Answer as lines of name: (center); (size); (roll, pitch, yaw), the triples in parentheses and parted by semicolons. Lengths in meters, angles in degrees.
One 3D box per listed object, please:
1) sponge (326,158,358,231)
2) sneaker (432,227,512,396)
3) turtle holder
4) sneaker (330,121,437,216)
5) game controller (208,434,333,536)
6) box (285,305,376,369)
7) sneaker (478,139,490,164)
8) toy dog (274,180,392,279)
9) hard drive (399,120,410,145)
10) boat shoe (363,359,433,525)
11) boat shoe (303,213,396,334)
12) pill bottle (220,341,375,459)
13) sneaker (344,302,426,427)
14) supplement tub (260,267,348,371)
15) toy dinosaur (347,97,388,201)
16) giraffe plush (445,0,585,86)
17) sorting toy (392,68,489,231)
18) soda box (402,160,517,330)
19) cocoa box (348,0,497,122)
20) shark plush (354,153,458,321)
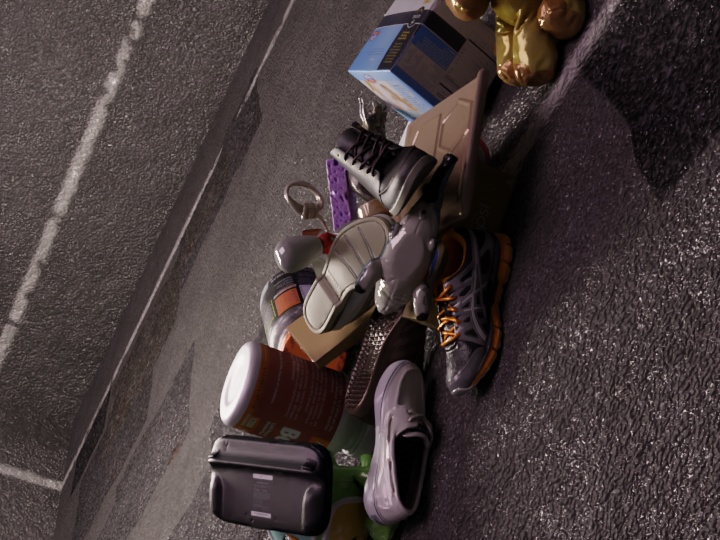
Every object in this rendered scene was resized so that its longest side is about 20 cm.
sponge: (-0.018, -0.056, 1.797); (0.112, 0.029, 0.203); (21, -118, -84)
sneaker: (0.115, 0.043, 1.412); (0.078, 0.076, 0.203); (-35, 40, 57)
turtle holder: (-0.033, 0.288, 1.526); (0.141, 0.182, 0.134); (45, -134, -73)
sneaker: (0.019, -0.121, 1.423); (0.075, 0.106, 0.200); (-52, 4, -6)
game controller: (-0.109, 0.252, 1.480); (0.198, 0.042, 0.106); (-1, 92, 43)
box: (0.003, 0.045, 1.656); (0.199, 0.021, 0.163); (-36, 18, -6)
sneaker: (0.083, -0.099, 1.613); (0.087, 0.074, 0.200); (-46, -3, -45)
toy dog: (-0.026, -0.028, 1.618); (0.096, 0.197, 0.134); (131, 142, -53)
hard drive: (0.091, -0.162, 1.785); (0.133, 0.026, 0.200); (-67, 17, 9)
boat shoe: (0.052, 0.193, 1.451); (0.065, 0.072, 0.202); (-25, 41, 45)
boat shoe: (0.000, 0.000, 1.530); (0.200, 0.068, 0.075); (-51, 59, 42)
pill bottle: (-0.072, 0.174, 1.618); (0.113, 0.198, 0.113); (-56, 22, 36)
sneaker: (0.047, 0.097, 1.555); (0.070, 0.075, 0.202); (9, 71, 58)
supplement tub: (-0.082, 0.084, 1.872); (0.124, 0.121, 0.200); (-64, 18, 17)
toy dinosaur: (0.017, -0.136, 1.766); (0.077, 0.101, 0.202); (-45, 29, 53)
giraffe plush: (0.174, -0.340, 1.511); (0.203, 0.160, 0.173); (-68, 18, 5)
sorting toy: (0.097, -0.122, 1.501); (0.200, 0.036, 0.188); (-34, 42, 59)
soda box: (0.118, -0.027, 1.499); (0.068, 0.063, 0.203); (4, 75, 71)
cocoa box: (0.091, -0.284, 1.706); (0.132, 0.133, 0.200); (-55, 19, -3)
shark plush: (0.052, -0.041, 1.423); (0.083, 0.089, 0.203); (-63, -15, -73)
